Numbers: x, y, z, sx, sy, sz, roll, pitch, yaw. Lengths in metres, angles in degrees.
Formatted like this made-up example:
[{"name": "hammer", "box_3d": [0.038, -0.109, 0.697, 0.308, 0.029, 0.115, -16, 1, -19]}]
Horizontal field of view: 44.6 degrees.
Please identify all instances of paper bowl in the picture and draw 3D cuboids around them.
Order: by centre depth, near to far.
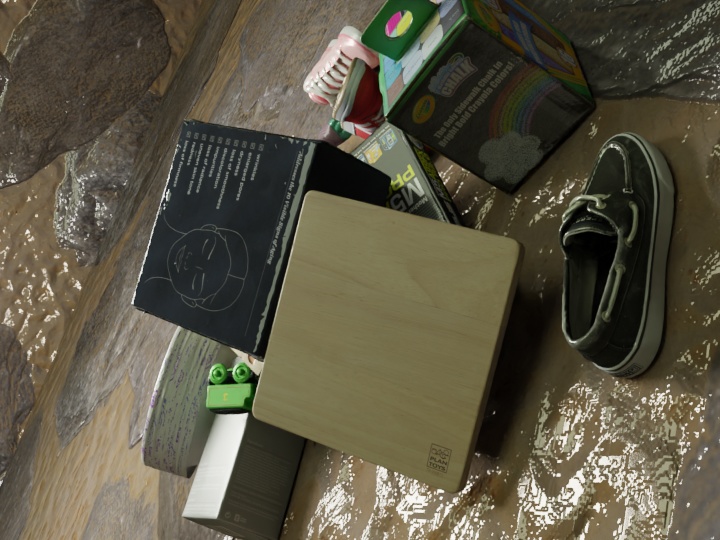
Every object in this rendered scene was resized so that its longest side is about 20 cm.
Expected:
[{"name": "paper bowl", "box_3d": [-0.202, 0.164, 1.132, 0.201, 0.102, 0.205, -163, 90, -90]}]

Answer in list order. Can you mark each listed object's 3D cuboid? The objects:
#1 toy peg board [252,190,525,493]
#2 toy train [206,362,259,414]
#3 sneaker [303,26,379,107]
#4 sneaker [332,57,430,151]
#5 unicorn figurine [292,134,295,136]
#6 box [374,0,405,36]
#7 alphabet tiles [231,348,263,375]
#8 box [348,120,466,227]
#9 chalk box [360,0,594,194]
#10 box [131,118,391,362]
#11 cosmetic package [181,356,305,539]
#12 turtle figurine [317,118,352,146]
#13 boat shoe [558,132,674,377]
[{"name": "toy peg board", "box_3d": [0.033, 0.056, 0.759, 0.197, 0.097, 0.203, 15, 92, 26]}, {"name": "toy train", "box_3d": [-0.078, 0.125, 0.934, 0.196, 0.042, 0.058, -5, 71, 23]}, {"name": "sneaker", "box_3d": [-0.028, -0.296, 1.318, 0.106, 0.075, 0.200, -59, 16, -2]}, {"name": "sneaker", "box_3d": [0.032, -0.173, 0.984, 0.072, 0.111, 0.200, -64, -3, 2]}, {"name": "unicorn figurine", "box_3d": [-0.077, -0.103, 1.202, 0.200, 0.073, 0.140, -129, 59, -77]}, {"name": "box", "box_3d": [0.103, -0.259, 0.967, 0.132, 0.113, 0.202, -47, 30, 30]}, {"name": "alphabet tiles", "box_3d": [-0.106, 0.006, 0.948, 0.199, 0.006, 0.168, 37, 101, 37]}, {"name": "box", "box_3d": [0.004, -0.033, 0.906, 0.199, 0.044, 0.162, -38, 59, 24]}, {"name": "chalk box", "box_3d": [0.094, -0.190, 0.810, 0.125, 0.198, 0.125, -46, 29, 32]}, {"name": "box", "box_3d": [-0.100, -0.027, 0.868, 0.194, 0.123, 0.204, 15, 88, 41]}, {"name": "cosmetic package", "box_3d": [-0.122, 0.198, 1.010, 0.106, 0.089, 0.203, -19, 46, 56]}, {"name": "turtle figurine", "box_3d": [-0.052, -0.081, 1.062, 0.099, 0.151, 0.202, 6, 48, 25]}, {"name": "boat shoe", "box_3d": [0.181, -0.026, 0.635, 0.070, 0.063, 0.203, -34, 38, 48]}]
